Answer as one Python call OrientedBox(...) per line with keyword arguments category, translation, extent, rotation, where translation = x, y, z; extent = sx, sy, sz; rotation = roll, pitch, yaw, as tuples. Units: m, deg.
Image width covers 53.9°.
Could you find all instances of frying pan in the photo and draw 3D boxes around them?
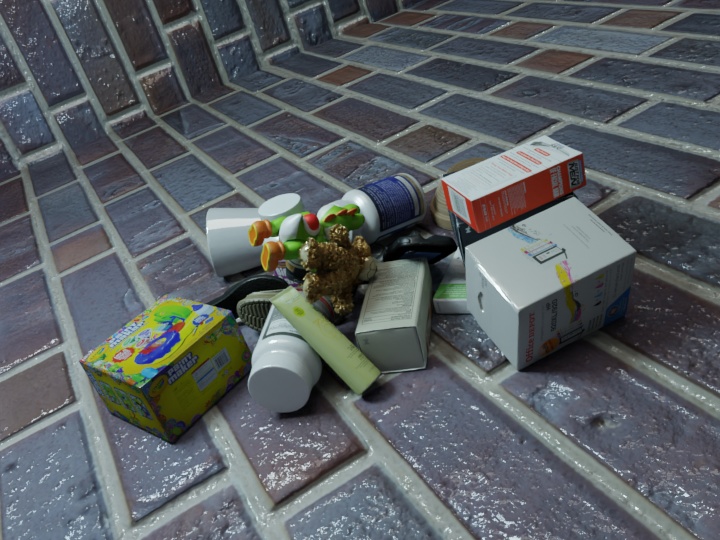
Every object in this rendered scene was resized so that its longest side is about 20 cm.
OrientedBox(category="frying pan", translation=(-0.011, -0.003, 1.397), extent=(0.115, 0.031, 0.190), rotation=(12, 38, 43))

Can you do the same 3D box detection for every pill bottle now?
OrientedBox(category="pill bottle", translation=(-0.111, 0.127, 1.147), extent=(0.113, 0.114, 0.200), rotation=(-10, 31, 15))
OrientedBox(category="pill bottle", translation=(-0.121, -0.039, 1.337), extent=(0.112, 0.201, 0.112), rotation=(-14, 30, 8))
OrientedBox(category="pill bottle", translation=(0.029, -0.119, 1.438), extent=(0.199, 0.116, 0.115), rotation=(-24, 28, -35))

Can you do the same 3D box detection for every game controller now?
OrientedBox(category="game controller", translation=(0.103, -0.032, 1.261), extent=(0.104, 0.042, 0.200), rotation=(11, -8, -6))

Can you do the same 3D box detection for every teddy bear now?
OrientedBox(category="teddy bear", translation=(-0.032, -0.003, 1.145), extent=(0.066, 0.200, 0.146), rotation=(-6, 74, 29))

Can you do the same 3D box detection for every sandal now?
OrientedBox(category="sandal", translation=(-0.227, 0.050, 1.342), extent=(0.200, 0.075, 0.048), rotation=(-23, 36, 17))

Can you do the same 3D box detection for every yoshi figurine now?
OrientedBox(category="yoshi figurine", translation=(-0.088, -0.058, 1.221), extent=(0.199, 0.113, 0.112), rotation=(-18, 19, -25))

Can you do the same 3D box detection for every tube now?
OrientedBox(category="tube", translation=(-0.054, 0.104, 1.087), extent=(0.052, 0.200, 0.058), rotation=(-43, -5, -16))

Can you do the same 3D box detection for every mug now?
OrientedBox(category="mug", translation=(-0.241, -0.081, 1.539), extent=(0.152, 0.150, 0.187), rotation=(-9, 37, 1))

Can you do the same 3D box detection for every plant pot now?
OrientedBox(category="plant pot", translation=(0.237, -0.172, 1.471), extent=(0.200, 0.093, 0.201), rotation=(-13, 30, 8))

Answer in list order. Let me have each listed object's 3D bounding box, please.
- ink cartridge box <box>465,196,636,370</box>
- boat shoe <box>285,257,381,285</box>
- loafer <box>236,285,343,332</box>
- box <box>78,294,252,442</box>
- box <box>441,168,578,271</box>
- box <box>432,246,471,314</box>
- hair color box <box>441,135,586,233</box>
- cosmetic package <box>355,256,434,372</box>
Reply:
OrientedBox(category="ink cartridge box", translation=(0.275, 0.019, 1.052), extent=(0.199, 0.148, 0.145), rotation=(-25, 47, -11))
OrientedBox(category="boat shoe", translation=(-0.043, 0.000, 1.282), extent=(0.199, 0.062, 0.075), rotation=(7, 38, -21))
OrientedBox(category="loafer", translation=(-0.126, 0.069, 1.297), extent=(0.199, 0.076, 0.068), rotation=(1, 25, 7))
OrientedBox(category="box", translation=(-0.326, 0.158, 1.206), extent=(0.192, 0.122, 0.200), rotation=(9, 39, 40))
OrientedBox(category="box", translation=(0.260, -0.100, 1.240), extent=(0.199, 0.124, 0.197), rotation=(-13, 30, 6))
OrientedBox(category="box", translation=(0.224, 0.005, 1.246), extent=(0.144, 0.036, 0.200), rotation=(-1, 33, 27))
OrientedBox(category="hair color box", translation=(0.245, -0.142, 1.138), extent=(0.199, 0.064, 0.111), rotation=(-24, 31, -9))
OrientedBox(category="cosmetic package", translation=(0.062, 0.070, 1.171), extent=(0.103, 0.088, 0.200), rotation=(-7, 31, 16))
